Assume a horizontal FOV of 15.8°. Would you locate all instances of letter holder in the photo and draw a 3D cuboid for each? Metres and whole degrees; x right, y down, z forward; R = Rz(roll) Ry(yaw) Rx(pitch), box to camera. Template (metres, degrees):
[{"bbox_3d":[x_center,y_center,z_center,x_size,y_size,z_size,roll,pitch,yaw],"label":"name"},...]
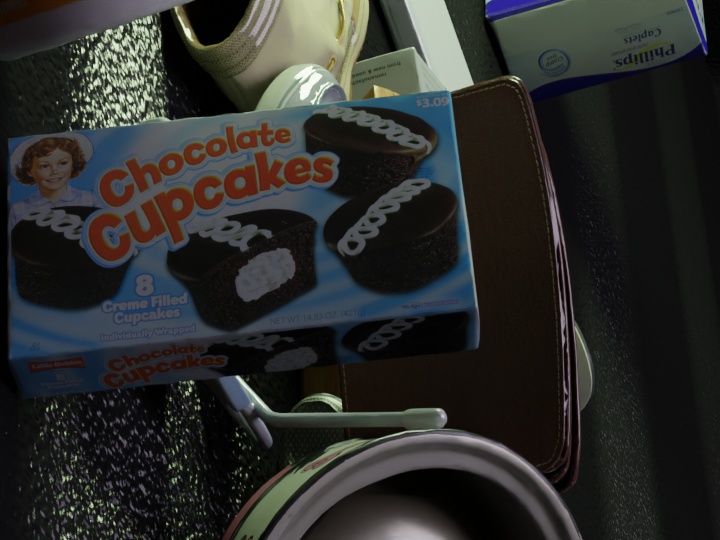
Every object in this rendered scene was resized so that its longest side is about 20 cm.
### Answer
[{"bbox_3d":[0.069,0.014,1.341,0.100,0.142,0.201,9,72,-51],"label":"letter holder"}]

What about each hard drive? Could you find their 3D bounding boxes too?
[{"bbox_3d":[0.045,-0.198,2.016,0.132,0.026,0.201,-68,141,-67],"label":"hard drive"}]

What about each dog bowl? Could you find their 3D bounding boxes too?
[{"bbox_3d":[0.011,0.170,1.232,0.074,0.199,0.201,13,-54,61],"label":"dog bowl"}]

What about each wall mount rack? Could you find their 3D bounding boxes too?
[{"bbox_3d":[-0.052,0.015,1.235,0.174,0.074,0.200,41,-14,44],"label":"wall mount rack"}]

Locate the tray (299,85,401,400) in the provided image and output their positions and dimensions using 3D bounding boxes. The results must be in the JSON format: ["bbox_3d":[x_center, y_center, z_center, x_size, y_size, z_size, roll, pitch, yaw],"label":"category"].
[{"bbox_3d":[0.000,0.000,1.511,0.037,0.099,0.201,20,46,-26],"label":"tray"}]

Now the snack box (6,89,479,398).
[{"bbox_3d":[-0.053,-0.013,1.124,0.037,0.199,0.117,82,2,-56],"label":"snack box"}]

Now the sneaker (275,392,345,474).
[{"bbox_3d":[-0.015,0.147,1.343,0.085,0.078,0.201,52,26,-49],"label":"sneaker"}]

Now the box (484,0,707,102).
[{"bbox_3d":[0.218,-0.268,2.422,0.200,0.183,0.105,-85,156,-54],"label":"box"}]

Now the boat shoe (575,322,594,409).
[{"bbox_3d":[0.090,0.021,1.775,0.200,0.071,0.063,48,6,15],"label":"boat shoe"}]

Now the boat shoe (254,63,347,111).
[{"bbox_3d":[-0.028,-0.032,1.409,0.070,0.071,0.202,65,32,-44],"label":"boat shoe"}]

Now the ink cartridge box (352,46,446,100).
[{"bbox_3d":[0.033,-0.020,1.674,0.145,0.087,0.201,43,36,-64],"label":"ink cartridge box"}]

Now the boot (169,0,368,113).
[{"bbox_3d":[-0.056,-0.167,1.518,0.156,0.072,0.201,56,33,-52],"label":"boot"}]

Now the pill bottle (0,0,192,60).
[{"bbox_3d":[-0.143,-0.204,1.157,0.116,0.116,0.201,-43,115,-74],"label":"pill bottle"}]
